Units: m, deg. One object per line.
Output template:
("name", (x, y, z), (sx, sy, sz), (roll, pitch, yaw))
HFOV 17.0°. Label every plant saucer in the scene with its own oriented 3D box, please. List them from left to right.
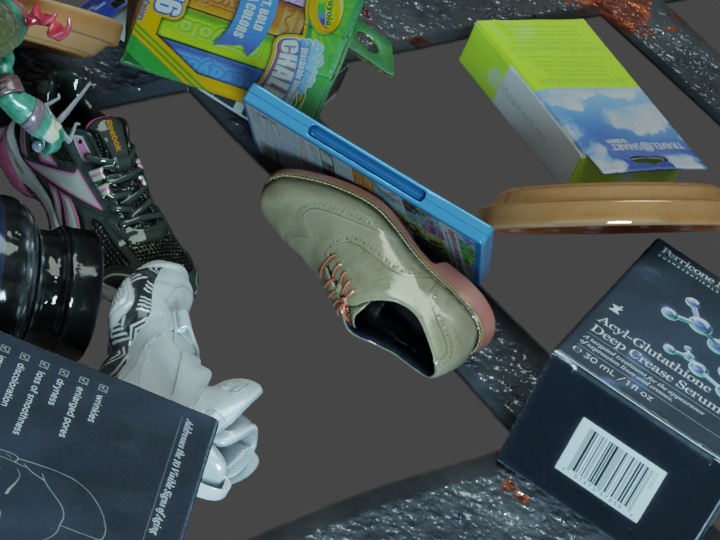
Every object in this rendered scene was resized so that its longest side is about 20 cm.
("plant saucer", (-0.269, -0.184, 1.718), (0.199, 0.033, 0.200), (12, 1, 0))
("plant saucer", (0.187, -0.046, 1.786), (0.199, 0.033, 0.200), (0, 0, 0))

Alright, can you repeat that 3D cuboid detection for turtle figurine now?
("turtle figurine", (-0.270, -0.132, 1.573), (0.149, 0.101, 0.200), (23, 32, 24))

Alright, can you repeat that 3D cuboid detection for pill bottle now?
("pill bottle", (-0.266, 0.002, 1.489), (0.199, 0.112, 0.112), (10, 38, -22))

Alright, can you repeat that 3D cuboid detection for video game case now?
("video game case", (0.007, -0.060, 1.742), (0.199, 0.018, 0.143), (32, -10, 8))

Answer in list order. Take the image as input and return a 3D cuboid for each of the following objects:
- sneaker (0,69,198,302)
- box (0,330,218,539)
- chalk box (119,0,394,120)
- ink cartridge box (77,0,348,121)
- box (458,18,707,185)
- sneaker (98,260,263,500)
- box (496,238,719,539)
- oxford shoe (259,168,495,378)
("sneaker", (-0.179, -0.059, 1.643), (0.080, 0.087, 0.200), (-19, 55, -43))
("box", (-0.202, 0.145, 1.332), (0.196, 0.124, 0.200), (21, 35, -5))
("chalk box", (-0.064, -0.199, 1.786), (0.199, 0.124, 0.125), (17, 28, -11))
("ink cartridge box", (-0.116, -0.182, 1.884), (0.199, 0.039, 0.099), (31, 36, 8))
("box", (0.184, -0.132, 1.999), (0.121, 0.048, 0.200), (-5, 45, -35))
("sneaker", (-0.111, 0.073, 1.506), (0.114, 0.075, 0.200), (12, 38, 8))
("box", (0.213, 0.092, 1.678), (0.148, 0.107, 0.200), (33, 35, 11))
("oxford shoe", (0.000, 0.000, 1.697), (0.200, 0.071, 0.075), (35, 43, 16))
